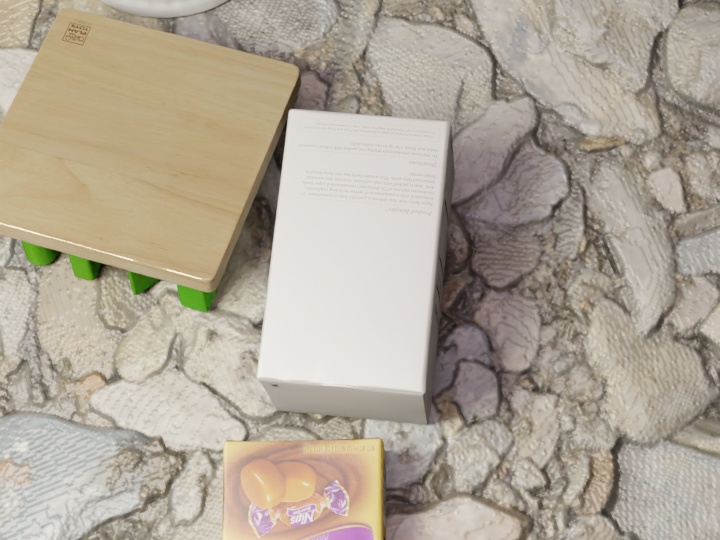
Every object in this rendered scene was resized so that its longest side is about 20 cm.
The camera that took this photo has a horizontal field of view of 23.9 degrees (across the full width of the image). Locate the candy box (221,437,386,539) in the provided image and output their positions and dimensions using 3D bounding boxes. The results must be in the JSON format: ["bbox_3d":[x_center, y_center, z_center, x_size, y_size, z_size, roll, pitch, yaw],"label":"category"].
[{"bbox_3d":[-0.039,0.223,1.214,0.116,0.056,0.201,-2,75,4],"label":"candy box"}]

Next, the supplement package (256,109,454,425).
[{"bbox_3d":[0.000,0.000,1.239,0.121,0.120,0.201,5,75,5],"label":"supplement package"}]

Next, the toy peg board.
[{"bbox_3d":[-0.168,-0.075,1.303,0.199,0.098,0.200,15,61,9],"label":"toy peg board"}]

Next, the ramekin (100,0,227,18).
[{"bbox_3d":[-0.159,-0.312,1.354,0.200,0.098,0.201,-2,74,5],"label":"ramekin"}]
